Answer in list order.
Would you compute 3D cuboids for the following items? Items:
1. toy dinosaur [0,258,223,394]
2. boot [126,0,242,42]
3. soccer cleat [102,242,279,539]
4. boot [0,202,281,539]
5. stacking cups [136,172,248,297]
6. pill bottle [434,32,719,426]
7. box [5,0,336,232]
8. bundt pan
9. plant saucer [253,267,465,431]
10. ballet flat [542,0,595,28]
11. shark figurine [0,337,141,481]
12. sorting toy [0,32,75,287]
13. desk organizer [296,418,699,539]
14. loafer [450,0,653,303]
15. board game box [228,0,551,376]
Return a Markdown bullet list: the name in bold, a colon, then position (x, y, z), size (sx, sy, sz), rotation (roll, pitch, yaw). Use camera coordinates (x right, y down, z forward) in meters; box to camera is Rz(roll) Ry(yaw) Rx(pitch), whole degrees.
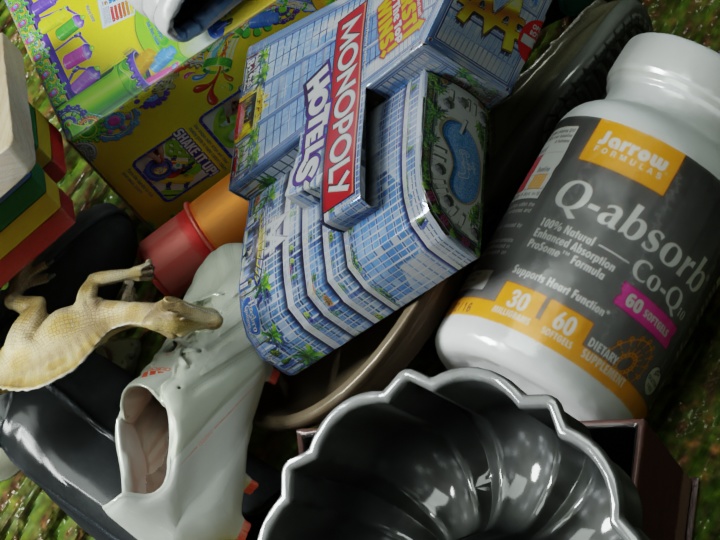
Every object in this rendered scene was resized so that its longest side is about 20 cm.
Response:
- **toy dinosaur**: position (-0.169, 0.041, 1.289), size (0.199, 0.058, 0.101), rotation (-27, 25, 11)
- **boot**: position (-0.056, -0.215, 1.386), size (0.200, 0.074, 0.096), rotation (-46, 56, 5)
- **soccer cleat**: position (-0.087, 0.059, 1.296), size (0.069, 0.077, 0.201), rotation (-34, 38, 40)
- **boot**: position (-0.118, 0.070, 1.363), size (0.200, 0.066, 0.165), rotation (32, 65, 22)
- **stacking cups**: position (-0.041, -0.053, 1.431), size (0.200, 0.061, 0.061), rotation (-37, 50, 5)
- **pill bottle**: position (0.132, -0.016, 1.274), size (0.116, 0.116, 0.200), rotation (20, 72, 36)
- **box**: position (-0.100, -0.164, 1.491), size (0.192, 0.122, 0.200), rotation (-33, 50, 6)
- **bundt pan**: position (0.054, 0.148, 1.142), size (0.201, 0.076, 0.203), rotation (-6, 79, 31)
- **plant saucer**: position (0.000, 0.000, 1.327), size (0.200, 0.029, 0.201), rotation (-42, 31, 33)
- **ballet flat**: position (0.093, -0.166, 1.395), size (0.200, 0.073, 0.073), rotation (-39, 48, -18)
- **shark figurine**: position (-0.246, 0.082, 1.435), size (0.213, 0.090, 0.128), rotation (11, 50, 4)
- **sorting toy**: position (-0.243, -0.015, 1.348), size (0.199, 0.070, 0.200), rotation (-40, 23, 7)
- **desk organizer**: position (0.063, 0.124, 1.249), size (0.199, 0.077, 0.072), rotation (-4, 59, 27)
- **loafer**: position (0.085, -0.077, 1.365), size (0.070, 0.075, 0.200), rotation (36, 82, 35)
- **board game box**: position (0.013, -0.077, 1.276), size (0.200, 0.062, 0.201), rotation (-35, 38, 40)
